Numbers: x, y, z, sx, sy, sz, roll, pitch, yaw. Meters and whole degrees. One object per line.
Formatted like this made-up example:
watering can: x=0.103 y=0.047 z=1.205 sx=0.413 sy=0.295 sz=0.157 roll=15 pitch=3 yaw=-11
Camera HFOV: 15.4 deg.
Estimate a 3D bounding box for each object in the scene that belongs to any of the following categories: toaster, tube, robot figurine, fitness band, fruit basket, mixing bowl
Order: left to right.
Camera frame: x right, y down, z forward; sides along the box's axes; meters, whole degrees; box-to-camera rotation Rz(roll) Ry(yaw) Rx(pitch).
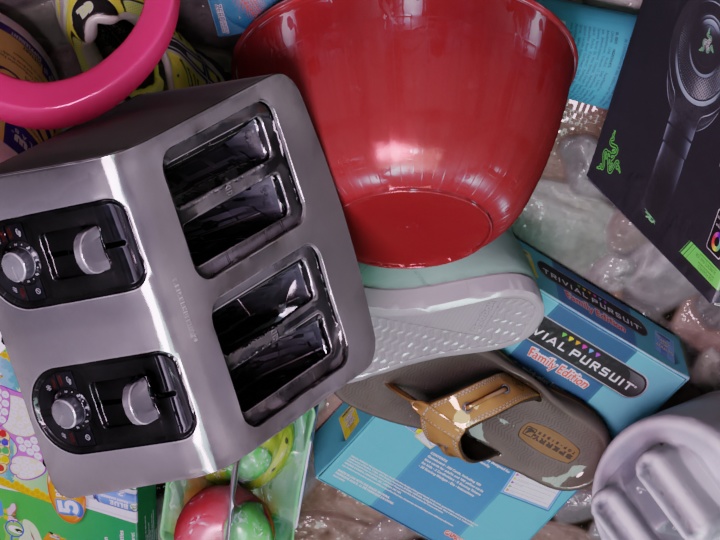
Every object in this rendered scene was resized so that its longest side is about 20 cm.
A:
fitness band: x=-0.181 y=-0.167 z=1.438 sx=0.143 sy=0.200 sz=0.037 roll=-37 pitch=160 yaw=-5
toaster: x=-0.096 y=0.003 z=1.419 sx=0.118 sy=0.200 sz=0.182 roll=-7 pitch=105 yaw=36
fruit basket: x=-0.074 y=0.152 z=1.651 sx=0.093 sy=0.200 sz=0.186 roll=5 pitch=124 yaw=-7
mixing bowl: x=0.025 y=-0.070 z=1.503 sx=0.199 sy=0.109 sz=0.200 roll=0 pitch=153 yaw=0
tube: x=0.152 y=-0.123 z=1.573 sx=0.199 sy=0.051 sz=0.078 roll=12 pitch=125 yaw=-19
robot figurine: x=0.220 y=0.138 z=1.685 sx=0.169 sy=0.200 sz=0.113 roll=-40 pitch=77 yaw=29

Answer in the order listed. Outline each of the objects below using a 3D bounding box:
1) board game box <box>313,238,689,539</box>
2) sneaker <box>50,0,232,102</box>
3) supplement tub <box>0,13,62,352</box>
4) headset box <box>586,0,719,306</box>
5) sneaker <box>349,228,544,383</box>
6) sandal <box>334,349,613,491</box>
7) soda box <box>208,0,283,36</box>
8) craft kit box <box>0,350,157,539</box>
board game box: x=0.088 y=0.088 z=1.711 sx=0.151 sy=0.047 sz=0.200 roll=30 pitch=117 yaw=-23
sneaker: x=-0.117 y=-0.099 z=1.549 sx=0.075 sy=0.077 sz=0.200 roll=-31 pitch=124 yaw=15
supplement tub: x=-0.242 y=-0.048 z=1.499 sx=0.144 sy=0.200 sz=0.146 roll=-2 pitch=125 yaw=-3
headset box: x=0.222 y=-0.090 z=1.491 sx=0.092 sy=0.174 sz=0.201 roll=5 pitch=115 yaw=-25
sneaker: x=0.000 y=0.000 z=1.598 sx=0.199 sy=0.119 sz=0.074 roll=-5 pitch=135 yaw=-11
sandal: x=0.073 y=0.094 z=1.651 sx=0.199 sy=0.055 sz=0.082 roll=30 pitch=119 yaw=-23
soda box: x=-0.069 y=-0.232 z=1.462 sx=0.063 sy=0.069 sz=0.201 roll=-9 pitch=126 yaw=10
craft kit box: x=-0.227 y=0.099 z=1.669 sx=0.196 sy=0.049 sz=0.201 roll=9 pitch=125 yaw=12
